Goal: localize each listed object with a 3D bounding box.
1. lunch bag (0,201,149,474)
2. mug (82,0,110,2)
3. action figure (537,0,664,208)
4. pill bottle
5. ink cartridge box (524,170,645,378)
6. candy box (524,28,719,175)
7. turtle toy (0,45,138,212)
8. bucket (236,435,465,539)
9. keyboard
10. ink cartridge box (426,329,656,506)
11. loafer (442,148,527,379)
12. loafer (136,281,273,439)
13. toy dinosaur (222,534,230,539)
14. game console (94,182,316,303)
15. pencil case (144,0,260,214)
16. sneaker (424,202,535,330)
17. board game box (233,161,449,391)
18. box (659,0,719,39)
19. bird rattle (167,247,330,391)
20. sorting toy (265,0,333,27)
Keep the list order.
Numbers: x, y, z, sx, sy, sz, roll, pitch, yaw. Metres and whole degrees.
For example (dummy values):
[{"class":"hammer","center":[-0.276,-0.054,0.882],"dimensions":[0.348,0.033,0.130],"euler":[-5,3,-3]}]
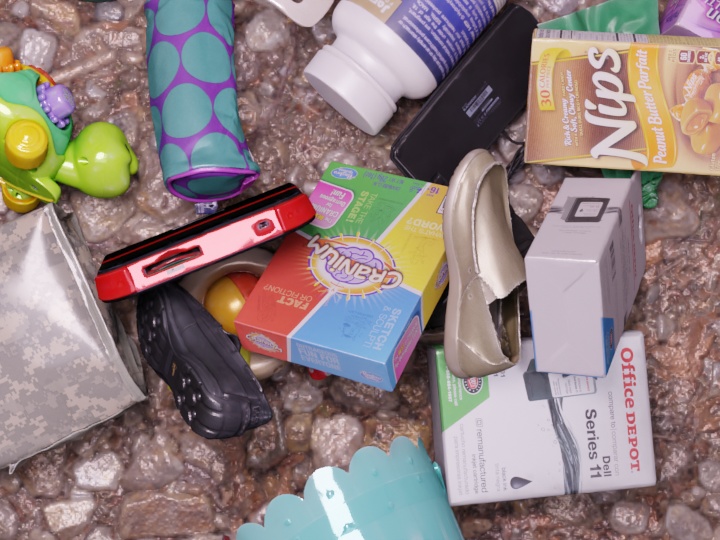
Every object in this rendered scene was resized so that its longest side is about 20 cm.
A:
[{"class":"lunch bag","center":[-0.297,0.065,1.250],"dimensions":[0.162,0.118,0.202],"euler":[-24,86,-1]},{"class":"mug","center":[-0.257,-0.345,1.265],"dimensions":[0.151,0.114,0.186],"euler":[-38,91,-4]},{"class":"action figure","center":[0.248,-0.154,1.320],"dimensions":[0.116,0.055,0.203],"euler":[-16,99,5]},{"class":"pill bottle","center":[0.044,-0.230,1.280],"dimensions":[0.119,0.120,0.201],"euler":[39,86,-2]},{"class":"ink cartridge box","center":[0.207,-0.006,1.257],"dimensions":[0.066,0.200,0.117],"euler":[2,119,22]},{"class":"candy box","center":[0.251,-0.153,1.263],"dimensions":[0.197,0.055,0.117],"euler":[4,109,7]},{"class":"turtle toy","center":[-0.297,-0.125,1.256],"dimensions":[0.199,0.146,0.102],"euler":[35,66,-3]},{"class":"bucket","center":[0.000,0.255,1.209],"dimensions":[0.205,0.208,0.136],"euler":[-29,70,-4]},{"class":"keyboard","center":[0.123,-0.141,1.309],"dimensions":[0.127,0.021,0.200],"euler":[46,78,-23]},{"class":"ink cartridge box","center":[0.168,0.135,1.296],"dimensions":[0.197,0.083,0.149],"euler":[-5,89,-4]},{"class":"loafer","center":[0.115,-0.004,1.208],"dimensions":[0.067,0.075,0.203],"euler":[6,102,32]},{"class":"loafer","center":[-0.138,0.072,1.195],"dimensions":[0.070,0.201,0.069],"euler":[2,122,-34]},{"class":"toy dinosaur","center":[-0.035,0.347,1.279],"dimensions":[0.179,0.105,0.203],"euler":[5,77,-22]},{"class":"game console","center":[-0.139,-0.027,1.235],"dimensions":[0.198,0.177,0.031],"euler":[-21,98,-4]},{"class":"pencil case","center":[-0.143,-0.160,1.254],"dimensions":[0.091,0.085,0.203],"euler":[3,65,-29]},{"class":"sneaker","center":[0.088,0.021,1.301],"dimensions":[0.200,0.076,0.091],"euler":[-43,95,-3]},{"class":"board game box","center":[0.000,0.000,1.234],"dimensions":[0.151,0.041,0.201],"euler":[13,54,24]},{"class":"box","center":[0.403,-0.269,1.317],"dimensions":[0.174,0.097,0.202],"euler":[28,86,-3]},{"class":"bird rattle","center":[-0.095,0.048,1.278],"dimensions":[0.199,0.113,0.164],"euler":[-32,74,-7]},{"class":"sorting toy","center":[-0.075,-0.317,1.265],"dimensions":[0.197,0.107,0.182],"euler":[17,74,-3]}]
